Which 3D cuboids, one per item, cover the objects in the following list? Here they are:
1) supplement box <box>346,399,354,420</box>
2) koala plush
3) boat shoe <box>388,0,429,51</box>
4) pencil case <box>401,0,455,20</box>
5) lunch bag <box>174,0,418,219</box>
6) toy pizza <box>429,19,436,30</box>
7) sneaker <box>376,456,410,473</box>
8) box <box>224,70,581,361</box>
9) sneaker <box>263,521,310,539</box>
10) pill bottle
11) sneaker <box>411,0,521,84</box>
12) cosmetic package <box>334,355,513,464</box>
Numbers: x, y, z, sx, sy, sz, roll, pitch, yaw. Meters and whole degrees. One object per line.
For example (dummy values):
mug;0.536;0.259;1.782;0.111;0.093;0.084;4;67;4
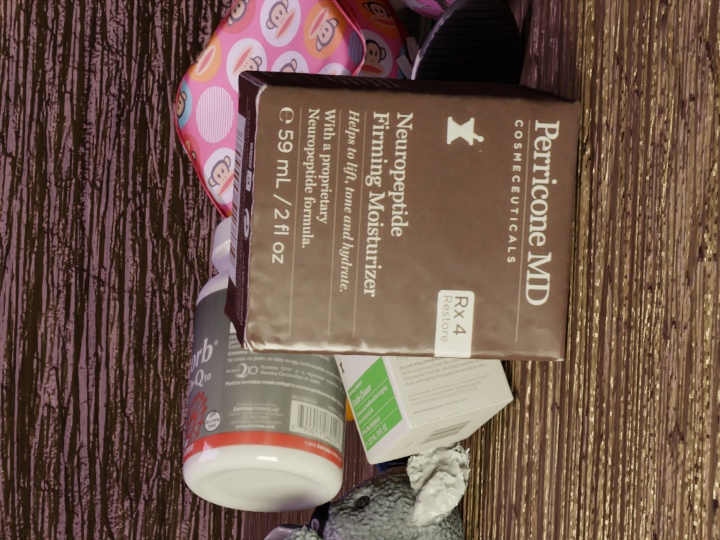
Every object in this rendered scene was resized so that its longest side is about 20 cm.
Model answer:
supplement box;0.000;0.000;1.797;0.126;0.073;0.200;-25;65;36
koala plush;0.019;0.228;1.713;0.177;0.184;0.200;110;-177;-51
boat shoe;0.015;-0.144;1.815;0.069;0.071;0.200;-97;12;-48
pencil case;0.071;-0.233;1.628;0.083;0.086;0.200;-58;4;-9
lunch bag;-0.046;-0.127;1.754;0.200;0.082;0.176;-52;49;27
toy pizza;0.062;-0.143;1.856;0.200;0.032;0.200;-177;90;-83
sneaker;0.032;0.090;1.893;0.070;0.078;0.200;-85;-22;-73
box;0.021;-0.037;1.477;0.164;0.200;0.166;-136;48;-80
sneaker;-0.021;0.276;1.934;0.202;0.146;0.077;98;169;-46
pill bottle;-0.066;0.066;1.705;0.116;0.116;0.200;108;166;-64
sneaker;0.065;-0.137;1.659;0.200;0.074;0.089;102;166;-49
cosmetic package;0.026;0.020;1.634;0.108;0.085;0.200;127;126;-65
